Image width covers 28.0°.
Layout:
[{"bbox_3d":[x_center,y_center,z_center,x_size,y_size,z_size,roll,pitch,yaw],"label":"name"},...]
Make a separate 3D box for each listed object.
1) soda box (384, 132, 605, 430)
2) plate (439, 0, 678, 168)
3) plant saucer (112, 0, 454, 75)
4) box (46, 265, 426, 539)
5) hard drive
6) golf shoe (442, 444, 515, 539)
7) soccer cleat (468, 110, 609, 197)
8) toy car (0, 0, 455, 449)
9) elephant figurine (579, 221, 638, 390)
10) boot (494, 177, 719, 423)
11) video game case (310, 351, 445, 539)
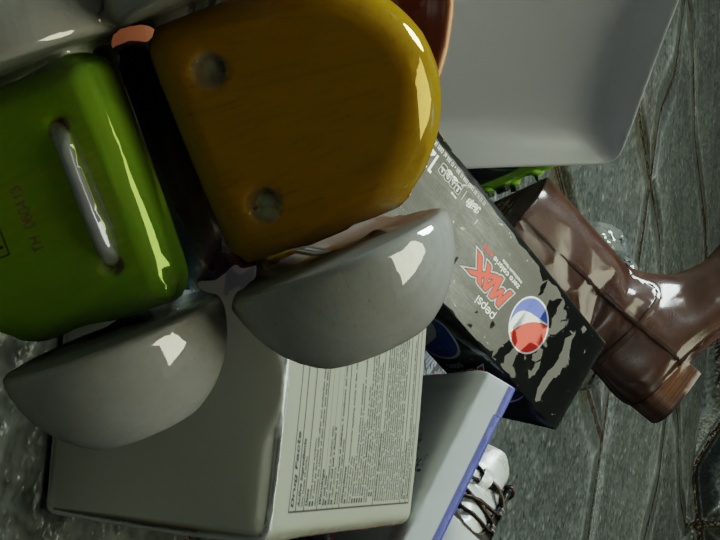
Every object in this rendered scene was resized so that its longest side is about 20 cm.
[{"bbox_3d":[0.057,0.006,0.829,0.200,0.063,0.071,48,66,-32],"label":"soda box"},{"bbox_3d":[0.089,-0.142,0.891,0.200,0.199,0.032,101,-18,-48],"label":"plate"},{"bbox_3d":[-0.048,-0.123,0.644,0.200,0.032,0.201,-6,103,-29],"label":"plant saucer"},{"bbox_3d":[-0.049,0.058,0.697,0.200,0.109,0.128,22,72,-69],"label":"box"},{"bbox_3d":[0.014,0.152,0.824,0.200,0.025,0.132,-62,-169,-12],"label":"hard drive"},{"bbox_3d":[0.058,0.151,0.926,0.078,0.094,0.200,49,1,-22],"label":"golf shoe"},{"bbox_3d":[0.113,-0.103,1.058,0.067,0.200,0.081,-16,85,-39],"label":"soccer cleat"},{"bbox_3d":[-0.065,-0.043,0.541,0.150,0.200,0.175,-72,141,-80],"label":"toy car"},{"bbox_3d":[0.107,0.008,1.139,0.142,0.199,0.155,-89,-166,-47],"label":"elephant figurine"},{"bbox_3d":[0.191,-0.016,1.063,0.187,0.200,0.064,-54,-170,-19],"label":"boot"},{"bbox_3d":[0.025,0.065,0.906,0.200,0.017,0.143,-50,154,-25],"label":"video game case"}]
